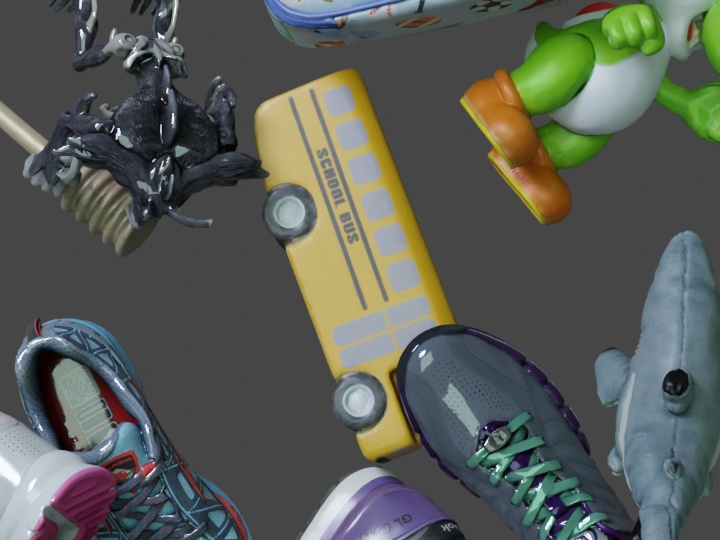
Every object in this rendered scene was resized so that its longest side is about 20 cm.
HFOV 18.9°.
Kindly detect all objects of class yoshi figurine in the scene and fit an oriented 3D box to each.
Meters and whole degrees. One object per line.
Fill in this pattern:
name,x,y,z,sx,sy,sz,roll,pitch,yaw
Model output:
yoshi figurine,0.161,-0.106,1.156,0.200,0.112,0.112,-37,98,-1

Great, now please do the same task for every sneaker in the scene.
sneaker,-0.128,0.115,1.160,0.079,0.096,0.201,-37,82,0
sneaker,-0.019,0.204,1.133,0.087,0.076,0.201,31,88,44
sneaker,-0.202,0.148,1.147,0.088,0.081,0.201,43,124,18
sneaker,0.099,0.110,1.111,0.074,0.088,0.200,-42,105,-3

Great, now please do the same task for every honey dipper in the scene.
honey dipper,-0.198,-0.081,1.219,0.200,0.038,0.038,38,89,11

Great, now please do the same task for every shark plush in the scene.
shark plush,0.149,0.073,1.106,0.090,0.084,0.201,17,46,14

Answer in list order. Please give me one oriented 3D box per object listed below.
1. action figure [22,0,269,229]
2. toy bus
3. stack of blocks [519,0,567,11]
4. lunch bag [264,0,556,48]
action figure,-0.116,-0.082,1.159,0.118,0.102,0.201,3,51,-18
toy bus,0.000,0.000,1.175,0.078,0.065,0.201,-21,82,2
stack of blocks,0.011,-0.196,1.196,0.198,0.059,0.116,-6,84,5
lunch bag,0.025,-0.207,1.130,0.198,0.076,0.162,-10,82,3
